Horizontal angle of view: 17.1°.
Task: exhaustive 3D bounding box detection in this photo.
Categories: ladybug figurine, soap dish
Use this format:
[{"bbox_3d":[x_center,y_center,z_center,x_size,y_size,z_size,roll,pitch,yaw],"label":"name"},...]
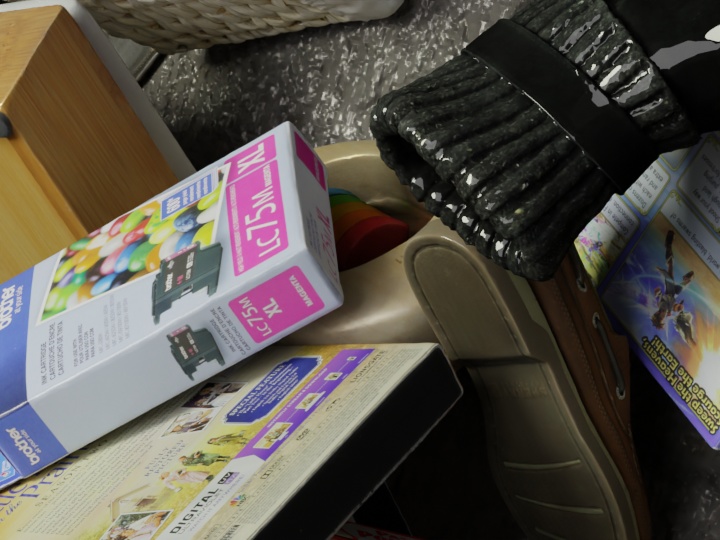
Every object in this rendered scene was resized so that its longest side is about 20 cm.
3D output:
[{"bbox_3d":[0.000,0.000,1.121,0.136,0.072,0.200,-31,29,-12],"label":"ladybug figurine"},{"bbox_3d":[-0.162,-0.038,1.214,0.157,0.200,0.081,-2,41,40],"label":"soap dish"}]

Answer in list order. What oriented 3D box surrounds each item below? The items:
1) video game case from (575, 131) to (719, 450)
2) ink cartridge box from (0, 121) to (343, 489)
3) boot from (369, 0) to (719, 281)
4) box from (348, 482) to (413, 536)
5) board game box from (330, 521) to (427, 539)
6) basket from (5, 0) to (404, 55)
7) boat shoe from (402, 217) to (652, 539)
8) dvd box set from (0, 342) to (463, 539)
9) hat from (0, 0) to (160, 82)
[{"bbox_3d":[0.154,-0.057,1.026,0.200,0.045,0.181,53,125,33],"label":"video game case"},{"bbox_3d":[-0.104,0.019,1.076,0.200,0.042,0.119,-31,29,12],"label":"ink cartridge box"},{"bbox_3d":[0.117,-0.058,0.917,0.158,0.080,0.211,-40,34,-19],"label":"boot"},{"bbox_3d":[-0.076,0.154,1.119,0.200,0.107,0.149,-8,118,39],"label":"box"},{"bbox_3d":[0.050,0.197,1.001,0.046,0.199,0.152,-152,76,-83],"label":"board game box"},{"bbox_3d":[-0.096,-0.223,1.181,0.161,0.198,0.201,-12,73,38],"label":"basket"},{"bbox_3d":[0.090,0.049,1.028,0.072,0.068,0.200,6,129,43],"label":"boat shoe"},{"bbox_3d":[-0.072,0.084,1.020,0.200,0.146,0.029,-4,122,45],"label":"dvd box set"},{"bbox_3d":[-0.191,-0.173,1.333,0.200,0.081,0.201,-9,75,39],"label":"hat"}]
